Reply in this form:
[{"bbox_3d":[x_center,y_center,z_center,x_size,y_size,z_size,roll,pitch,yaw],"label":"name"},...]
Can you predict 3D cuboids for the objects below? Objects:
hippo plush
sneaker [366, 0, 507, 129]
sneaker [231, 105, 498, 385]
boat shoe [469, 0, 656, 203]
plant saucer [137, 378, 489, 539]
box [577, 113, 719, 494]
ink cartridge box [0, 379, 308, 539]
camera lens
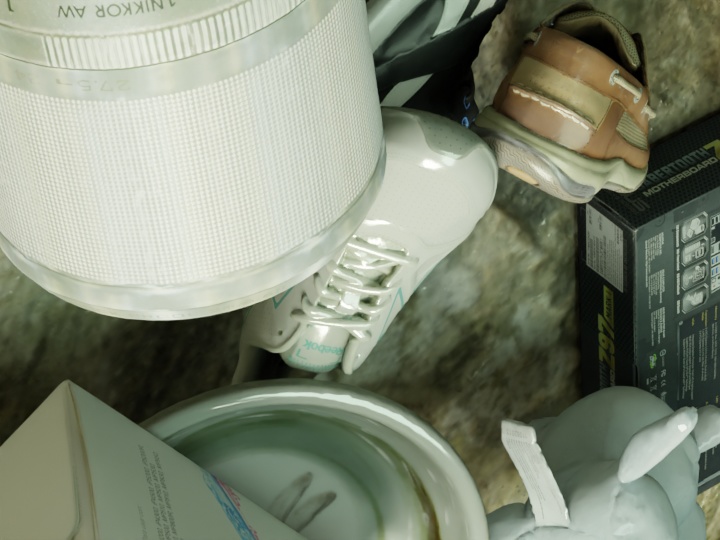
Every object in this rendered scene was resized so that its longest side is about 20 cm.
[{"bbox_3d":[0.096,0.125,1.408,0.158,0.161,0.201,-5,114,12],"label":"hippo plush"},{"bbox_3d":[0.040,-0.117,1.278,0.200,0.073,0.112,-42,142,2],"label":"sneaker"},{"bbox_3d":[0.000,0.000,1.241,0.200,0.070,0.081,130,-19,-56],"label":"sneaker"},{"bbox_3d":[0.101,-0.078,1.297,0.200,0.075,0.072,-44,159,-78],"label":"boat shoe"},{"bbox_3d":[-0.045,0.123,1.297,0.199,0.050,0.201,-6,122,-10],"label":"plant saucer"},{"bbox_3d":[0.186,0.016,1.513,0.157,0.051,0.201,-26,133,-24],"label":"box"},{"bbox_3d":[-0.086,0.175,1.201,0.200,0.145,0.145,37,107,-28],"label":"ink cartridge box"},{"bbox_3d":[-0.077,-0.095,1.112,0.160,0.160,0.201,-29,135,-23],"label":"camera lens"}]
